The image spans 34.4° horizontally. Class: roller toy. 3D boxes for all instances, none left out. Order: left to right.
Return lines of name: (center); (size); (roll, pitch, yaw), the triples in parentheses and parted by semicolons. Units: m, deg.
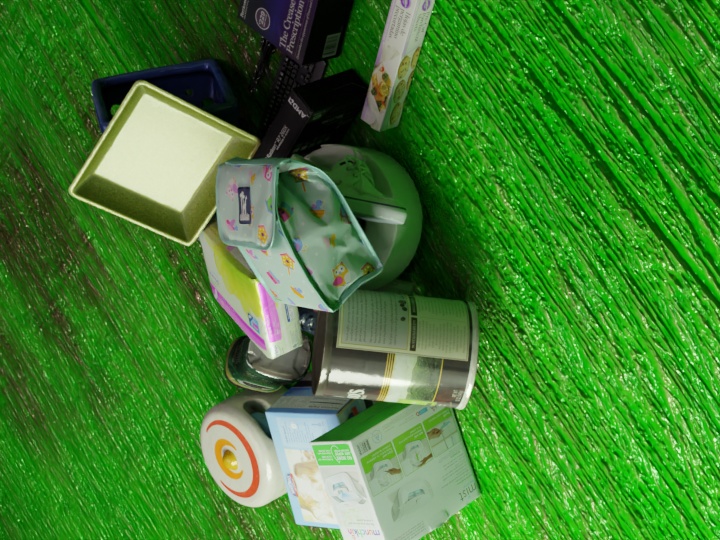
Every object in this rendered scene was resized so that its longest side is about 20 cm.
roller toy: (-0.172, 0.288, 1.919); (0.200, 0.139, 0.183); (-2, 106, 47)

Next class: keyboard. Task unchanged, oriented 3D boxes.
keyboard: (-0.120, -0.265, 1.698); (0.127, 0.021, 0.200); (44, 133, 22)

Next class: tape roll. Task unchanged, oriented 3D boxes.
tape roll: (-0.017, -0.071, 1.595); (0.202, 0.071, 0.204); (1, 92, 34)

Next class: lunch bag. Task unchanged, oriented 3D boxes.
lunch bag: (-0.091, -0.055, 1.455); (0.200, 0.122, 0.170); (56, 157, -22)

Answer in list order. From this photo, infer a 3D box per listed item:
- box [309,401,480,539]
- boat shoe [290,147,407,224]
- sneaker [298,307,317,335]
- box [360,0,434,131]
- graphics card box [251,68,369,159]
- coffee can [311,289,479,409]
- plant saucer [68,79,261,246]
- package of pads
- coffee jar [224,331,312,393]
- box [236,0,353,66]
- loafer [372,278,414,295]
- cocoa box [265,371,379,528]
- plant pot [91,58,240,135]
box: (0.054, 0.280, 1.638); (0.096, 0.200, 0.177); (-11, 101, 48)
boat shoe: (-0.017, -0.119, 1.518); (0.201, 0.074, 0.086); (18, 91, 38)
sneaker: (-0.070, 0.077, 1.730); (0.200, 0.082, 0.070); (40, 129, 46)
box: (0.047, -0.274, 1.505); (0.039, 0.041, 0.201); (38, 131, 26)
graphics card box: (-0.078, -0.184, 1.613); (0.051, 0.125, 0.200); (52, 137, 13)
coffee can: (0.043, 0.101, 1.532); (0.146, 0.199, 0.147); (-174, 90, -83)
plant saucer: (-0.272, -0.155, 1.613); (0.200, 0.199, 0.048); (-52, 33, 22)
package of pads: (-0.163, 0.012, 1.686); (0.200, 0.068, 0.155); (41, 148, 46)
coffee jar: (-0.148, 0.139, 1.813); (0.200, 0.104, 0.086); (148, 136, -69)
box: (-0.077, -0.398, 1.551); (0.141, 0.079, 0.201); (42, 133, 28)
loafer: (0.000, 0.000, 1.670); (0.200, 0.070, 0.070); (34, 104, 31)
cocoa box: (-0.037, 0.270, 1.747); (0.133, 0.131, 0.201); (-2, 111, 31)
plant pot: (-0.283, -0.187, 1.735); (0.200, 0.199, 0.180); (-118, 20, -57)
